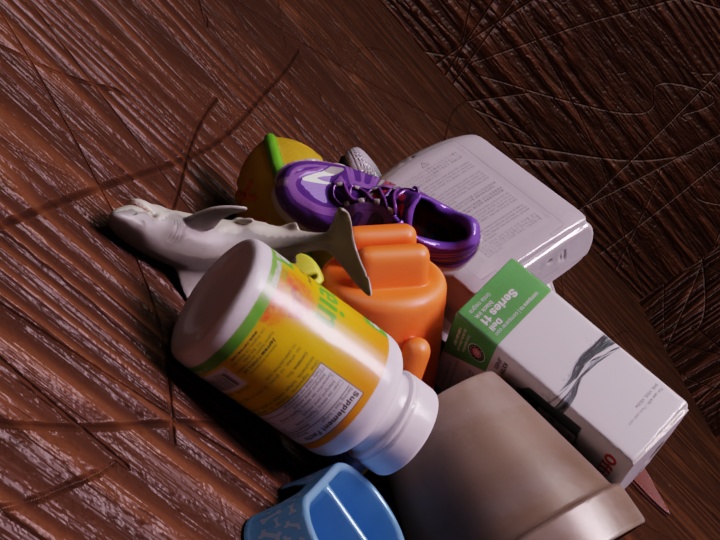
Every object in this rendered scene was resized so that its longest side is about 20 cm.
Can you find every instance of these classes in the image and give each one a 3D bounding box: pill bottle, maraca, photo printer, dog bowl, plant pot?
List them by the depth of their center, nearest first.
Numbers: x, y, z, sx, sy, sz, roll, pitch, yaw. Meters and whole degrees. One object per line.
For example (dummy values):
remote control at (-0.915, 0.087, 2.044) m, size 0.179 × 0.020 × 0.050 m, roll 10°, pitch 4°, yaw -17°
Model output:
dog bowl at (-0.019, 0.204, 1.089) m, size 0.112 × 0.050 × 0.200 m, roll 54°, pitch 13°, yaw 2°
pill bottle at (-0.038, 0.074, 1.146) m, size 0.200 × 0.111 × 0.111 m, roll 37°, pitch 19°, yaw -22°
plant pot at (0.107, 0.187, 1.226) m, size 0.174 × 0.200 × 0.200 m, roll 58°, pitch 14°, yaw 14°
maraca at (-0.060, -0.037, 1.428) m, size 0.137 × 0.107 × 0.201 m, roll 63°, pitch 9°, yaw -81°
photo printer at (0.105, -0.048, 1.466) m, size 0.200 × 0.166 × 0.070 m, roll 41°, pitch -28°, yaw 33°

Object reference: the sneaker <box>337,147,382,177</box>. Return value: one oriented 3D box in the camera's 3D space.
sneaker at (-0.001, -0.027, 1.592) m, size 0.200 × 0.114 × 0.076 m, roll 61°, pitch 5°, yaw -22°

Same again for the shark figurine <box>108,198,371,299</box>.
shark figurine at (-0.105, -0.007, 1.217) m, size 0.128 × 0.214 × 0.090 m, roll 155°, pitch -60°, yaw -76°

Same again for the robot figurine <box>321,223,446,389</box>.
robot figurine at (0.015, 0.059, 1.314) m, size 0.144 × 0.201 × 0.117 m, roll 23°, pitch 33°, yaw 29°

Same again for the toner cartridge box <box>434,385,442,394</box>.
toner cartridge box at (0.091, 0.107, 1.624) m, size 0.200 × 0.043 × 0.095 m, roll -112°, pitch -170°, yaw -45°

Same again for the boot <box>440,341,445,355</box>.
boot at (0.074, 0.070, 1.500) m, size 0.168 × 0.077 × 0.200 m, roll 7°, pitch 25°, yaw -14°

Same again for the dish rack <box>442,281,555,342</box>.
dish rack at (0.137, 0.007, 1.528) m, size 0.171 × 0.044 × 0.200 m, roll 15°, pitch 39°, yaw -25°

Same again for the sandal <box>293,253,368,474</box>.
sandal at (-0.052, 0.088, 1.247) m, size 0.087 × 0.079 × 0.200 m, roll -17°, pitch 75°, yaw -36°

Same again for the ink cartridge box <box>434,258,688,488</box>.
ink cartridge box at (0.172, 0.108, 1.299) m, size 0.200 × 0.083 × 0.147 m, roll 40°, pitch -27°, yaw 16°

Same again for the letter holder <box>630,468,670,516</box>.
letter holder at (0.212, 0.191, 1.480) m, size 0.200 × 0.100 × 0.142 m, roll 44°, pitch 13°, yaw -45°

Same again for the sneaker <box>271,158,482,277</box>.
sneaker at (0.019, -0.061, 1.345) m, size 0.199 × 0.081 × 0.083 m, roll 16°, pitch -20°, yaw -6°
